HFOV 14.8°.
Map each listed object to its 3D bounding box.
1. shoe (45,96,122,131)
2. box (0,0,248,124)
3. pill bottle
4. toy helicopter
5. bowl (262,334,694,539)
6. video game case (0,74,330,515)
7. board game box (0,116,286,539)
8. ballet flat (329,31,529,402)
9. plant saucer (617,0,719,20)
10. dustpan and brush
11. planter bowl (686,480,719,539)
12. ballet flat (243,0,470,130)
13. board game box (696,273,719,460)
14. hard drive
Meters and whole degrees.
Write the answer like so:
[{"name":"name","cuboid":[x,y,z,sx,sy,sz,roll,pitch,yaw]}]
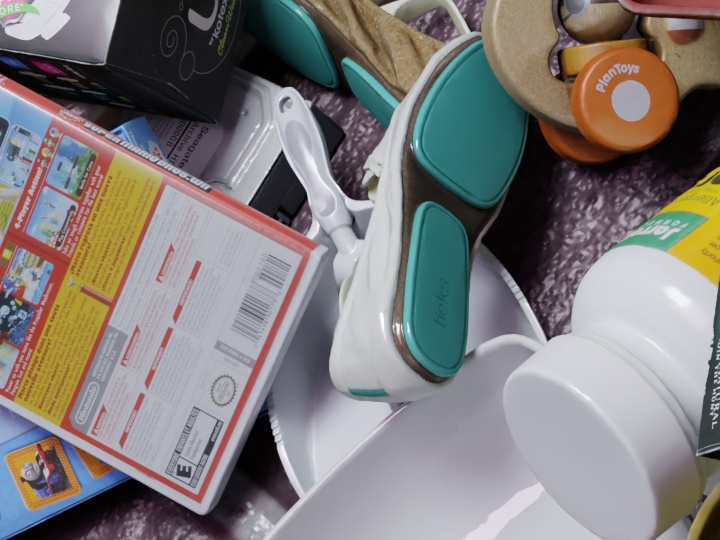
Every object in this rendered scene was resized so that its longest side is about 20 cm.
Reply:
[{"name":"shoe","cuboid":[-0.189,-0.130,1.444,0.070,0.053,0.200,-47,50,5]},{"name":"box","cuboid":[-0.161,-0.166,1.340,0.199,0.124,0.149,10,84,25]},{"name":"pill bottle","cuboid":[0.155,0.019,1.095,0.200,0.113,0.113,-36,45,-24]},{"name":"toy helicopter","cuboid":[0.140,-0.146,1.247,0.200,0.079,0.132,-35,93,-9]},{"name":"bowl","cuboid":[0.057,0.152,1.164,0.200,0.075,0.200,-43,51,8]},{"name":"video game case","cuboid":[-0.129,0.007,1.291,0.200,0.017,0.143,28,110,8]},{"name":"board game box","cuboid":[-0.154,0.038,1.336,0.200,0.037,0.152,-27,95,19]},{"name":"ballet flat","cuboid":[0.024,-0.024,1.230,0.069,0.069,0.200,-11,46,29]},{"name":"plant saucer","cuboid":[0.183,-0.185,1.208,0.037,0.199,0.200,120,147,-59]},{"name":"dustpan and brush","cuboid":[0.000,0.000,1.291,0.139,0.057,0.200,-31,52,17]},{"name":"planter bowl","cuboid":[0.188,0.166,1.034,0.084,0.200,0.201,127,144,-50]},{"name":"ballet flat","cuboid":[0.006,-0.118,1.355,0.072,0.068,0.200,-38,48,-15]},{"name":"board game box","cuboid":[0.226,0.027,1.044,0.028,0.199,0.136,151,131,-65]},{"name":"hard drive","cuboid":[-0.118,-0.053,1.416,0.200,0.038,0.140,29,84,39]}]
